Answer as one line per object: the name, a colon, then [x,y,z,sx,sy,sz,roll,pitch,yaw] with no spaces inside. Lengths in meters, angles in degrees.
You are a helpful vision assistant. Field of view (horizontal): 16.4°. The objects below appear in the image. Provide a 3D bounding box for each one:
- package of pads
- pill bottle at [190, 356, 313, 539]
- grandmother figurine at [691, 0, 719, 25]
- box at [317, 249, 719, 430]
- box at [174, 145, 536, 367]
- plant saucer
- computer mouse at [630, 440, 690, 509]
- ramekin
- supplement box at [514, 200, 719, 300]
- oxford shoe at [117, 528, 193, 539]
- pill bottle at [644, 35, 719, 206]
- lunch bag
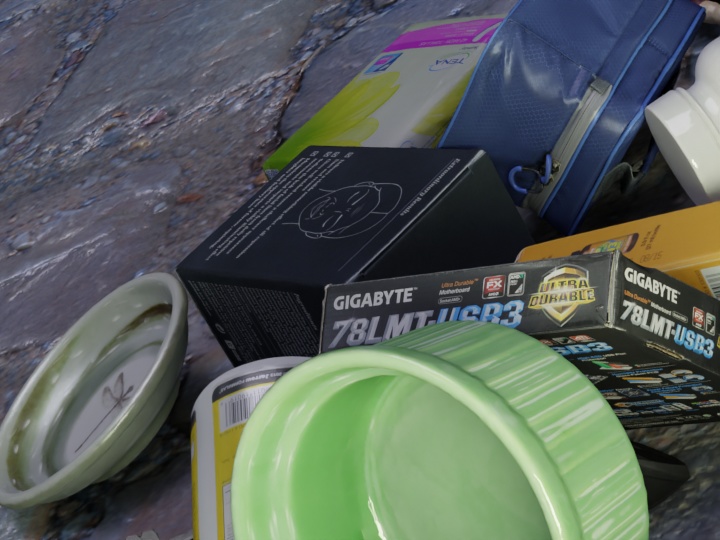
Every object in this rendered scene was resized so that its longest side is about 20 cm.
package of pads: [0.043,-0.116,1.908,0.200,0.068,0.154,-46,27,-28]
pill bottle: [-0.037,0.157,1.386,0.112,0.112,0.200,-20,52,21]
grandmother figurine: [0.276,-0.224,1.868,0.200,0.061,0.121,-8,24,35]
box: [0.113,0.045,1.393,0.200,0.198,0.050,-9,67,39]
box: [0.000,0.000,1.693,0.148,0.107,0.200,-43,27,-26]
plant saucer: [-0.180,0.094,1.754,0.200,0.050,0.200,-39,25,21]
computer mouse: [0.076,0.102,1.382,0.140,0.200,0.046,20,96,51]
ramekin: [0.043,0.121,1.218,0.200,0.201,0.098,-9,10,39]
supplement box: [0.184,0.009,1.524,0.200,0.069,0.067,-11,30,33]
oxford shoe: [-0.071,0.186,1.494,0.200,0.073,0.085,-25,48,8]
pill bottle: [0.288,-0.120,1.594,0.200,0.112,0.112,-32,25,0]
lunch bag: [0.149,-0.121,1.697,0.200,0.132,0.136,-57,-5,-45]
